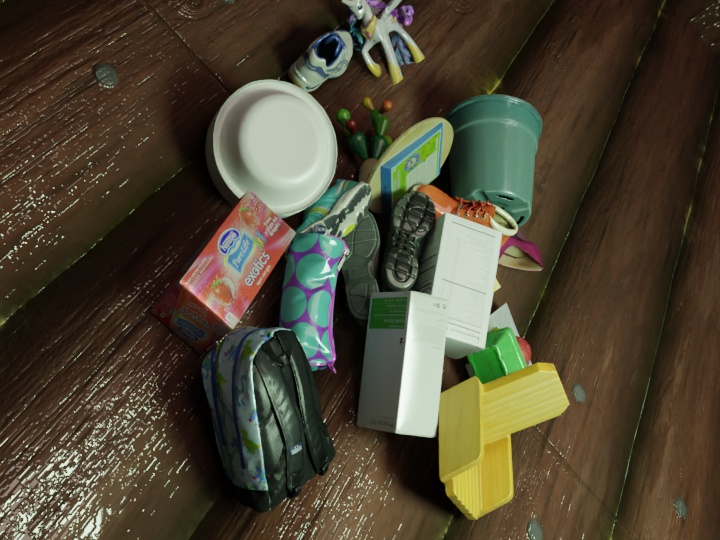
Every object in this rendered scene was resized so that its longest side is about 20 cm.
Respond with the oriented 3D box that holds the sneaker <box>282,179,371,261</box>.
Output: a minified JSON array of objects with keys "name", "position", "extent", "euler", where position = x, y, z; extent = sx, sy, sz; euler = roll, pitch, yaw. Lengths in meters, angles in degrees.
[{"name":"sneaker","position":[-0.061,-0.077,1.302],"extent":[0.200,0.079,0.079],"euler":[-46,142,-33]}]

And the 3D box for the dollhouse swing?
[{"name":"dollhouse swing","position":[0.227,0.262,1.226],"extent":[0.201,0.172,0.185],"euler":[55,31,-51]}]

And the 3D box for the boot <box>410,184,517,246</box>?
[{"name":"boot","position":[0.182,-0.102,1.416],"extent":[0.198,0.107,0.076],"euler":[31,52,-20]}]

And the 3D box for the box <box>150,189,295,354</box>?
[{"name":"box","position":[-0.187,0.000,1.120],"extent":[0.094,0.102,0.202],"euler":[41,47,-14]}]

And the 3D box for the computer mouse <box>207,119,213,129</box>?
[{"name":"computer mouse","position":[-0.149,-0.187,1.299],"extent":[0.200,0.044,0.110],"euler":[44,44,-13]}]

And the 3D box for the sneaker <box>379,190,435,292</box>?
[{"name":"sneaker","position":[0.068,-0.043,1.338],"extent":[0.074,0.080,0.203],"euler":[22,60,-3]}]

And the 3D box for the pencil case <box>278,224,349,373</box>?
[{"name":"pencil case","position":[-0.069,0.043,1.177],"extent":[0.085,0.090,0.205],"euler":[53,41,-73]}]

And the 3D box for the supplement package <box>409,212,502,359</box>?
[{"name":"supplement package","position":[0.149,0.028,1.342],"extent":[0.111,0.109,0.204],"euler":[18,70,-14]}]

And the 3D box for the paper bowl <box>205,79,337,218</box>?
[{"name":"paper bowl","position":[-0.129,-0.185,1.222],"extent":[0.196,0.104,0.206],"euler":[2,86,-22]}]

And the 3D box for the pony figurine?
[{"name":"pony figurine","position":[0.047,-0.484,1.578],"extent":[0.193,0.164,0.202],"euler":[-49,117,-41]}]

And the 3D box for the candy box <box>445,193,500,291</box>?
[{"name":"candy box","position":[0.160,-0.027,1.468],"extent":[0.115,0.055,0.202],"euler":[-27,85,-46]}]

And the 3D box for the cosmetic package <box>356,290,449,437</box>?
[{"name":"cosmetic package","position":[0.064,0.139,1.212],"extent":[0.084,0.107,0.205],"euler":[14,78,-34]}]

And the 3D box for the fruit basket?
[{"name":"fruit basket","position":[0.259,0.167,1.438],"extent":[0.189,0.092,0.199],"euler":[67,24,0]}]

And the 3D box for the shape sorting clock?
[{"name":"shape sorting clock","position":[0.083,-0.180,1.394],"extent":[0.039,0.202,0.198],"euler":[42,40,22]}]

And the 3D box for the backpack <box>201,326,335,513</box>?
[{"name":"backpack","position":[-0.122,0.172,1.044],"extent":[0.162,0.151,0.205],"euler":[-29,124,-49]}]

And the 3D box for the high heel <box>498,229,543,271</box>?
[{"name":"high heel","position":[0.294,-0.022,1.571],"extent":[0.097,0.068,0.199],"euler":[52,40,10]}]

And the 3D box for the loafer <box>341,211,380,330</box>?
[{"name":"loafer","position":[0.000,0.000,1.323],"extent":[0.070,0.063,0.204],"euler":[-4,60,3]}]

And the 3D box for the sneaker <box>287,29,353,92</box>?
[{"name":"sneaker","position":[-0.051,-0.394,1.470],"extent":[0.075,0.088,0.201],"euler":[43,44,-10]}]

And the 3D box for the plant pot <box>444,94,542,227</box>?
[{"name":"plant pot","position":[0.251,-0.192,1.547],"extent":[0.197,0.199,0.200],"euler":[22,57,-30]}]

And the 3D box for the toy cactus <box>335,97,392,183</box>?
[{"name":"toy cactus","position":[0.037,-0.208,1.449],"extent":[0.199,0.101,0.168],"euler":[35,57,-32]}]
